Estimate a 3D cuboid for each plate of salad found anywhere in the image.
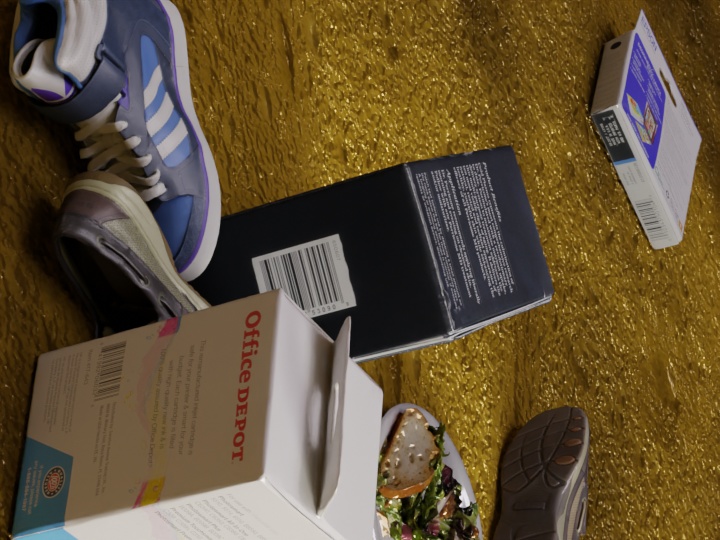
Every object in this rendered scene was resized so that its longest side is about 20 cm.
[{"bbox_3d":[0.062,0.201,1.672,0.200,0.048,0.200,42,41,-50],"label":"plate of salad"}]

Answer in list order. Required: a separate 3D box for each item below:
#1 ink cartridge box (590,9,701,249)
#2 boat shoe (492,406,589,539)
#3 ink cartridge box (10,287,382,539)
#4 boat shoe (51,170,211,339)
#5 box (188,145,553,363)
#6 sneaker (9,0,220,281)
[{"bbox_3d":[0.325,-0.162,2.403,0.198,0.043,0.200,60,31,-29],"label":"ink cartridge box"},{"bbox_3d":[0.161,0.208,1.858,0.073,0.074,0.200,67,34,-40],"label":"boat shoe"},{"bbox_3d":[-0.082,0.109,1.247,0.125,0.200,0.129,47,38,-45],"label":"ink cartridge box"},{"bbox_3d":[-0.138,0.032,1.340,0.200,0.073,0.065,58,42,-26],"label":"boat shoe"},{"bbox_3d":[0.000,0.000,1.473,0.197,0.200,0.124,-12,87,-65],"label":"box"},{"bbox_3d":[-0.167,-0.090,1.336,0.146,0.081,0.200,0,80,-55],"label":"sneaker"}]
